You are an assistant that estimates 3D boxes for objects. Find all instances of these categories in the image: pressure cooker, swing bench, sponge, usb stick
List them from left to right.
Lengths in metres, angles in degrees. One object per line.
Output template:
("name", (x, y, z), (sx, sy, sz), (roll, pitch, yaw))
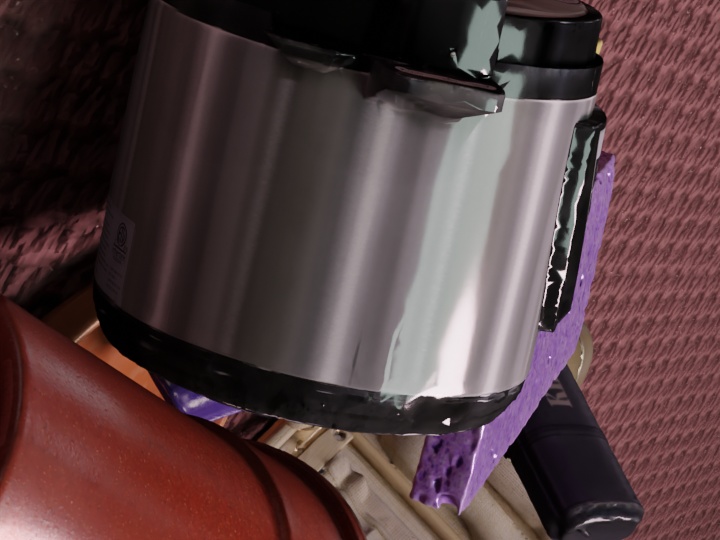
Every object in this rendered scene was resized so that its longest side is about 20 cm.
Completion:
("pressure cooker", (-0.001, -0.055, 0.901), (0.179, 0.176, 0.200), (-8, 114, -58))
("swing bench", (0.018, 0.154, 1.184), (0.130, 0.199, 0.200), (-45, 176, 16))
("sponge", (0.076, 0.023, 1.148), (0.200, 0.030, 0.112), (-46, 150, -61))
("usb stick", (0.087, 0.061, 1.253), (0.055, 0.200, 0.033), (-2, 134, -24))

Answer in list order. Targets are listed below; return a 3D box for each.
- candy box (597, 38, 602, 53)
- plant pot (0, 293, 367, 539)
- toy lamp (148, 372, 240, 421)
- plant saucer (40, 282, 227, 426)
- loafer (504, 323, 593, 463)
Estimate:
("candy box", (0.027, -0.044, 1.158), (0.200, 0.056, 0.117), (-35, 151, -43))
("plant pot", (-0.127, 0.107, 0.866), (0.201, 0.201, 0.195), (-52, 137, -7))
("toy lamp", (0.000, 0.000, 1.037), (0.200, 0.058, 0.058), (-31, 153, -11))
("plant saucer", (-0.124, 0.075, 1.055), (0.200, 0.032, 0.200), (-45, 157, -25))
("loafer", (0.076, 0.112, 1.473), (0.067, 0.076, 0.200), (-11, 123, -59))
